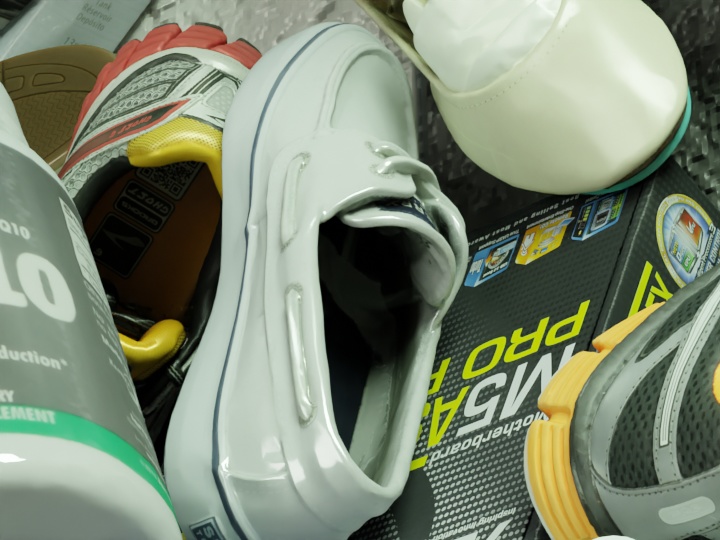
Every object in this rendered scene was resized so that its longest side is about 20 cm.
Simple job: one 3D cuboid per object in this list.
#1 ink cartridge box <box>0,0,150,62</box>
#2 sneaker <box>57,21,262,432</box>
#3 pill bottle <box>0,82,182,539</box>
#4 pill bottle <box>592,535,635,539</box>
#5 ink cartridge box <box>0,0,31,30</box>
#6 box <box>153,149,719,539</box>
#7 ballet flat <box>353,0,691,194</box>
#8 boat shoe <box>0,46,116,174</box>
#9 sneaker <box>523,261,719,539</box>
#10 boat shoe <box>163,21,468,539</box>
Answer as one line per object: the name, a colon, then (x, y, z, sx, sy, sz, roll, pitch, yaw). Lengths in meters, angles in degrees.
ink cartridge box: (-0.107, -0.175, 1.093, 0.200, 0.050, 0.162, -54, 46, 15)
sneaker: (-0.089, 0.021, 0.901, 0.082, 0.077, 0.201, -92, 26, -67)
pill bottle: (-0.121, 0.028, 0.790, 0.113, 0.113, 0.200, -46, 39, 19)
pill bottle: (-0.002, 0.141, 0.702, 0.199, 0.111, 0.112, -31, 54, 30)
ink cartridge box: (-0.186, -0.133, 1.017, 0.200, 0.144, 0.084, -41, 53, 21)
box: (0.006, 0.063, 0.832, 0.199, 0.044, 0.161, -24, 30, 40)
ballet flat: (0.032, -0.080, 0.872, 0.070, 0.069, 0.200, -57, 27, 8)
boat shoe: (-0.149, -0.006, 1.041, 0.200, 0.065, 0.072, -35, 42, 16)
sneaker: (0.129, 0.005, 0.732, 0.200, 0.078, 0.077, -47, 15, -25)
boat shoe: (0.000, 0.000, 0.816, 0.065, 0.074, 0.201, -26, 40, 32)
